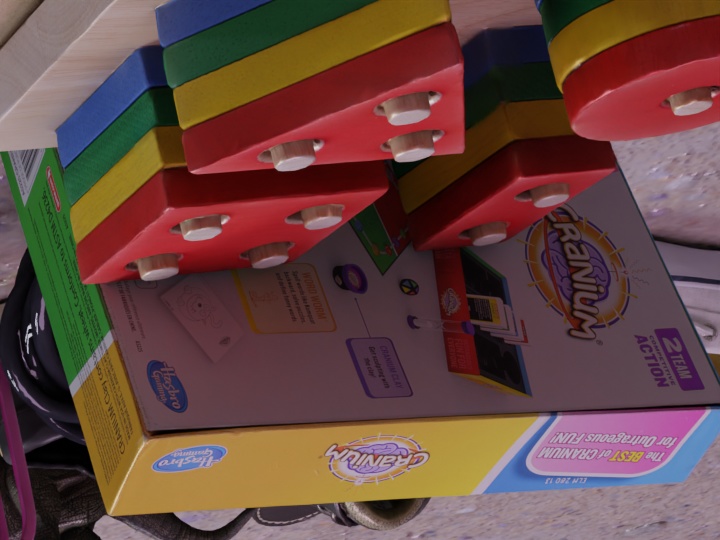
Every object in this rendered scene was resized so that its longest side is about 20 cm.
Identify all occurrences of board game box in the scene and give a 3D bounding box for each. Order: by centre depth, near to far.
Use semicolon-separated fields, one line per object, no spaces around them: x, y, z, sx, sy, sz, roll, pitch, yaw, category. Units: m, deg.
0.000;0.000;0.873;0.199;0.153;0.040;-1;140;-26;board game box

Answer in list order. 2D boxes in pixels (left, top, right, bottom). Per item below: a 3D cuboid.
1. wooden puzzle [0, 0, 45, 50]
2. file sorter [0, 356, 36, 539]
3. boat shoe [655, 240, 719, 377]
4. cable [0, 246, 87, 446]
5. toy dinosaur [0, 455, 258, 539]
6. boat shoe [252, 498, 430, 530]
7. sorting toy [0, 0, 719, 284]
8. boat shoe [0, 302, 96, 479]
-0.062;-0.106;0.741;0.184;0.037;0.200;-14;165;6;wooden puzzle
-0.208;0.084;1.017;0.125;0.139;0.200;-5;159;-26;file sorter
0.111;0.040;1.141;0.201;0.086;0.075;4;155;-37;boat shoe
-0.039;0.008;0.994;0.163;0.051;0.200;-32;150;17;cable
-0.147;0.100;1.169;0.199;0.102;0.077;-18;132;-2;toy dinosaur
0.001;0.084;1.228;0.073;0.065;0.200;-2;159;-29;boat shoe
0.019;-0.058;0.773;0.199;0.070;0.199;-6;165;-29;sorting toy
-0.087;0.062;1.134;0.073;0.063;0.201;-23;159;22;boat shoe
